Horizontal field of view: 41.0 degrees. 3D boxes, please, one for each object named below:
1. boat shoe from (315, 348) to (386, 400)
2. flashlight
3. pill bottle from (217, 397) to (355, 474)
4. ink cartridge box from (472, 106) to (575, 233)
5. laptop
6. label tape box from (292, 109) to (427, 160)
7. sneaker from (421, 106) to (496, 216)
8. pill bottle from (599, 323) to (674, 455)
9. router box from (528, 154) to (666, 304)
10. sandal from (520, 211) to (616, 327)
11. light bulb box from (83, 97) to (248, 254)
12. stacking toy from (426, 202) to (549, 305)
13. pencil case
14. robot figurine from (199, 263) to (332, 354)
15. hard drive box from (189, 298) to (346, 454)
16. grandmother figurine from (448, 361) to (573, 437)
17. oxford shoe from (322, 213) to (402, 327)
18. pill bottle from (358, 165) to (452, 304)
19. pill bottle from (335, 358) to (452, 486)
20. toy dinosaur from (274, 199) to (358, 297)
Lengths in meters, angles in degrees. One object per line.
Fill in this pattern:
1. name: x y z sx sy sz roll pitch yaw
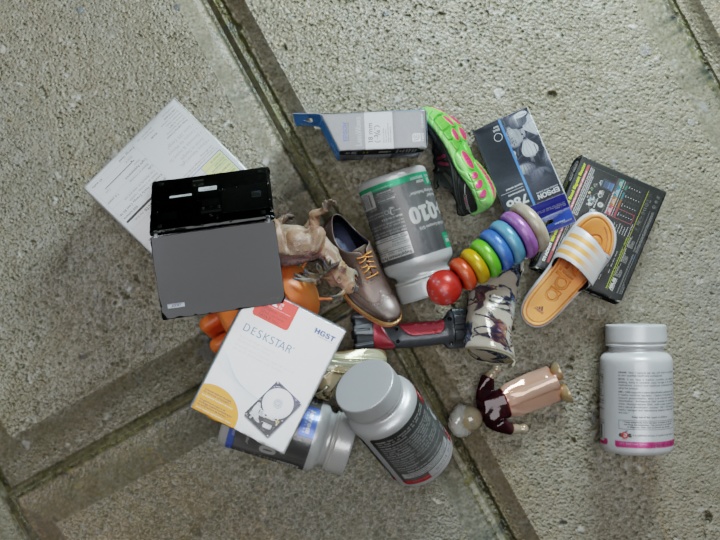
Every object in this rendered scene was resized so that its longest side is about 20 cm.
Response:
1. boat shoe: -0.052 0.165 1.495 0.200 0.072 0.065 -2 63 -15
2. flashlight: 0.085 0.091 1.542 0.200 0.068 0.068 -6 46 -5
3. pill bottle: -0.111 0.245 1.504 0.200 0.114 0.114 17 88 -2
4. ink cartridge box: 0.259 -0.151 1.531 0.099 0.039 0.200 -24 76 11
5. laptop: -0.207 -0.044 1.394 0.177 0.200 0.103 -8 132 -4
6. label tape box: -0.003 -0.209 1.503 0.200 0.144 0.063 -3 91 -2
7. sneaker: 0.138 -0.175 1.537 0.084 0.077 0.200 -36 70 35
8. pill bottle: 0.437 0.185 1.527 0.113 0.113 0.200 0 89 -2
9. router box: 0.380 -0.065 1.555 0.150 0.062 0.200 24 88 -2
10. sandal: 0.328 0.005 1.490 0.079 0.059 0.207 35 94 -1
11. light bulb box: -0.280 -0.121 1.498 0.200 0.125 0.198 45 87 -1
12. stacking toy: 0.184 -0.018 1.454 0.200 0.085 0.085 -33 90 -11
13. pencil case: 0.210 0.053 1.505 0.089 0.078 0.200 9 64 1
14. robot figurine: -0.148 0.063 1.505 0.200 0.144 0.117 -30 122 -3
15. hard drive box: -0.134 0.141 1.410 0.156 0.077 0.200 26 88 -2
16. grandmother figurine: 0.232 0.210 1.547 0.200 0.061 0.121 -23 81 -5
17. oxford shoe: 0.000 0.000 1.508 0.071 0.073 0.200 -32 76 -25
18. pill bottle: 0.078 -0.055 1.518 0.113 0.113 0.200 -18 90 -3
19. pill bottle: 0.051 0.230 1.465 0.114 0.114 0.200 -37 128 -3
20. toy dinosaur: -0.101 -0.033 1.457 0.200 0.086 0.136 4 70 9
